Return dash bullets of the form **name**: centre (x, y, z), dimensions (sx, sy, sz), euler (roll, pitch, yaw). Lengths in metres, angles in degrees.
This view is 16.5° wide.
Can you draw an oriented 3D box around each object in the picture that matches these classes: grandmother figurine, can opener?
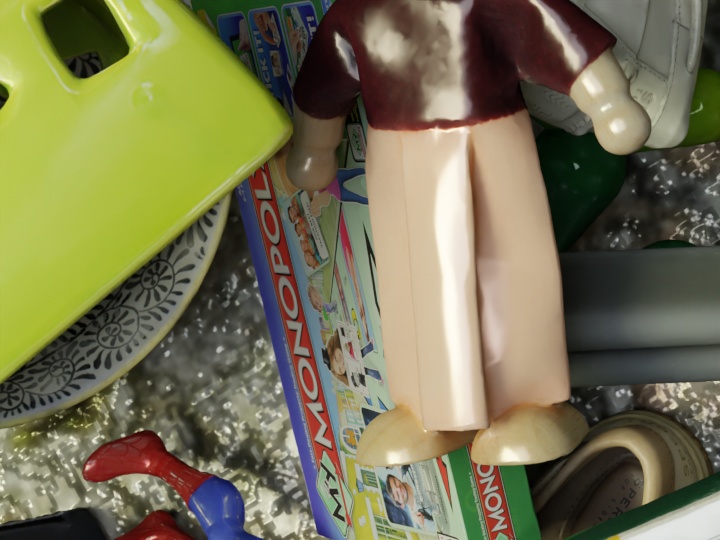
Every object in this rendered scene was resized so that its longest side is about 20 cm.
- **grandmother figurine**: centre (0.026, -0.045, 0.722), dimensions (0.121, 0.061, 0.201), euler (-6, 100, 22)
- **can opener**: centre (0.143, 0.003, 0.784), dimensions (0.199, 0.053, 0.067), euler (-7, 60, -2)

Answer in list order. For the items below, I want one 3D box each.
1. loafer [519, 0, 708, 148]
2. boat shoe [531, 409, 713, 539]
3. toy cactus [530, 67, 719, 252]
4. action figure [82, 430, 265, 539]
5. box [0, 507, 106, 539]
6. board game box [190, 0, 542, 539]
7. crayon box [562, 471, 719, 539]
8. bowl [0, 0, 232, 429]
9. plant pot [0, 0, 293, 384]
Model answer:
- **loafer**: centre (0.091, -0.115, 0.811), dimensions (0.070, 0.200, 0.070), euler (29, 139, -12)
- **boat shoe**: centre (0.048, 0.135, 0.864), dimensions (0.071, 0.064, 0.200), euler (32, 100, 18)
- **toy cactus**: centre (0.068, -0.012, 0.853), dimensions (0.200, 0.102, 0.165), euler (25, 108, 9)
- **action figure**: centre (-0.041, 0.131, 0.843), dimensions (0.200, 0.099, 0.065), euler (25, 134, 41)
- **box**: centre (-0.188, 0.186, 0.881), dimensions (0.200, 0.197, 0.118), euler (-33, 79, 17)
- **board game box**: centre (0.000, 0.000, 0.834), dimensions (0.029, 0.135, 0.201), euler (-17, 99, -23)
- **crayon box**: centre (0.049, 0.157, 0.758), dimensions (0.200, 0.052, 0.126), euler (-23, 89, 5)
- **bowl**: centre (-0.151, -0.046, 0.909), dimensions (0.200, 0.094, 0.201), euler (-1, 95, -13)
- **plant pot**: centre (-0.157, -0.047, 0.764), dimensions (0.199, 0.200, 0.182), euler (-40, 95, -6)
